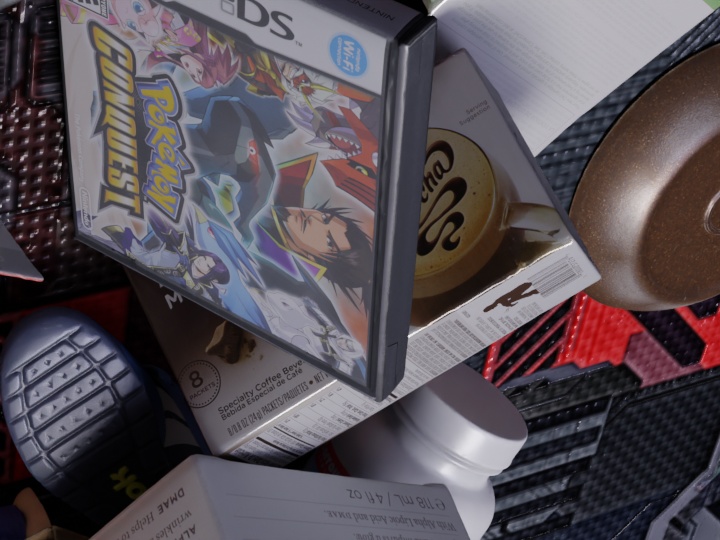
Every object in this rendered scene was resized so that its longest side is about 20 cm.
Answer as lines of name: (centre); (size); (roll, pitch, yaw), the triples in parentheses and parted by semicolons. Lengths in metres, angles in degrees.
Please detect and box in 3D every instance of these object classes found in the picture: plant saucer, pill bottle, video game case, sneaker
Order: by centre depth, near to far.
video game case: (-0.054, -0.056, 0.830); (0.025, 0.180, 0.201); (-44, 151, -39)
sneaker: (-0.124, 0.083, 0.989); (0.073, 0.083, 0.201); (-26, 130, 6)
pill bottle: (0.008, 0.148, 1.122); (0.108, 0.109, 0.201); (16, 115, -45)
plant saucer: (0.215, -0.048, 1.163); (0.199, 0.037, 0.202); (-23, 138, -22)

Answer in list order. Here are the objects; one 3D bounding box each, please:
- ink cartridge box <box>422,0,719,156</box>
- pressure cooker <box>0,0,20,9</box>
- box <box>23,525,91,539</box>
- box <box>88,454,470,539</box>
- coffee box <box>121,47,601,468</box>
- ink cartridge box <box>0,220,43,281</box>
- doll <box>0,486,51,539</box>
ink cartridge box: (0.069, -0.115, 0.977); (0.200, 0.048, 0.145); (-39, 142, 21)
pressure cooker: (-0.158, -0.176, 0.618); (0.177, 0.200, 0.177); (-2, 127, -37)
box: (-0.177, 0.199, 1.033); (0.163, 0.021, 0.200); (-33, 153, 10)
box: (-0.057, 0.204, 0.962); (0.200, 0.132, 0.198); (-40, 148, 28)
coffee box: (0.000, 0.000, 0.934); (0.199, 0.114, 0.080); (-31, 160, 8)
ink cartridge box: (-0.233, -0.047, 0.696); (0.199, 0.174, 0.044); (13, 118, -44)
doll: (-0.256, 0.156, 0.964); (0.198, 0.049, 0.137); (-12, 145, -30)
